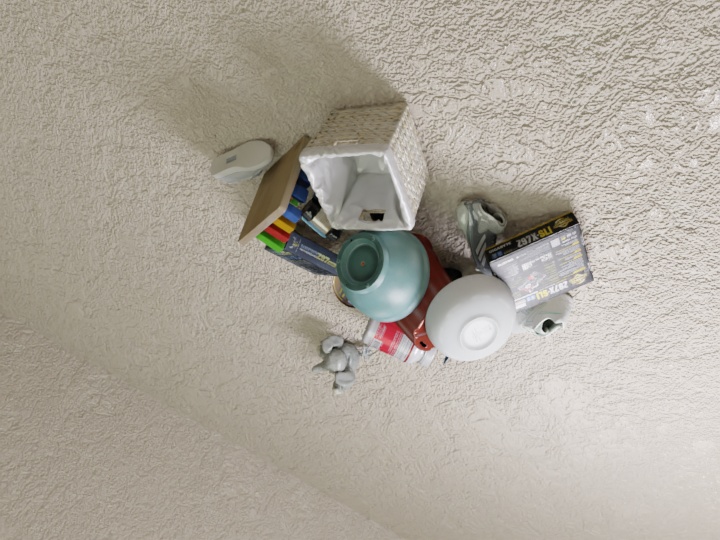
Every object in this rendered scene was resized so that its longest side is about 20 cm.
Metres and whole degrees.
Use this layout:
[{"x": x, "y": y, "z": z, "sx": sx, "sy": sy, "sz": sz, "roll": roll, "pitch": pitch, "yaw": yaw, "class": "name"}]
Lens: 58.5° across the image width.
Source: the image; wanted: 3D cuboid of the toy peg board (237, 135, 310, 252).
[{"x": -0.161, "y": -0.154, "z": 1.425, "sx": 0.097, "sy": 0.205, "sz": 0.197, "roll": 30, "pitch": 145, "yaw": -24, "class": "toy peg board"}]

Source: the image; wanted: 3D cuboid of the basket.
[{"x": 0.015, "y": -0.206, "z": 1.280, "sx": 0.193, "sy": 0.164, "sz": 0.202, "roll": 2, "pitch": 140, "yaw": 28, "class": "basket"}]

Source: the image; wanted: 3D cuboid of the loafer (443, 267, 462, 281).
[{"x": 0.206, "y": 0.066, "z": 1.601, "sx": 0.069, "sy": 0.069, "sz": 0.204, "roll": 21, "pitch": 140, "yaw": 17, "class": "loafer"}]

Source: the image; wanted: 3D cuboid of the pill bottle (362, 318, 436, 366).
[{"x": 0.110, "y": 0.184, "z": 1.763, "sx": 0.195, "sy": 0.114, "sz": 0.113, "roll": 25, "pitch": 145, "yaw": -1, "class": "pill bottle"}]

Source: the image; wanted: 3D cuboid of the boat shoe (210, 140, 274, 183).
[{"x": -0.263, "y": -0.241, "z": 1.489, "sx": 0.196, "sy": 0.074, "sz": 0.068, "roll": -15, "pitch": 152, "yaw": 34, "class": "boat shoe"}]

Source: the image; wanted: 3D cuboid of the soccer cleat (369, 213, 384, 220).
[{"x": 0.063, "y": -0.117, "z": 1.463, "sx": 0.067, "sy": 0.072, "sz": 0.205, "roll": 28, "pitch": 133, "yaw": 35, "class": "soccer cleat"}]

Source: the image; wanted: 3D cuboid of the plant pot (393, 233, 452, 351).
[{"x": 0.132, "y": 0.059, "z": 1.445, "sx": 0.196, "sy": 0.197, "sz": 0.204, "roll": 53, "pitch": 164, "yaw": 38, "class": "plant pot"}]

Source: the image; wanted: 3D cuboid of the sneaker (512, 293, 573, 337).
[{"x": 0.416, "y": 0.119, "z": 1.529, "sx": 0.070, "sy": 0.082, "sz": 0.199, "roll": 33, "pitch": 145, "yaw": -17, "class": "sneaker"}]

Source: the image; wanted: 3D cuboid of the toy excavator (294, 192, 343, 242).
[{"x": -0.094, "y": -0.137, "z": 1.499, "sx": 0.099, "sy": 0.201, "sz": 0.196, "roll": 37, "pitch": 102, "yaw": -18, "class": "toy excavator"}]

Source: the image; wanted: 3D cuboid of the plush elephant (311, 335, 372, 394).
[{"x": -0.075, "y": 0.279, "z": 1.944, "sx": 0.197, "sy": 0.169, "sz": 0.153, "roll": -29, "pitch": 162, "yaw": 32, "class": "plush elephant"}]

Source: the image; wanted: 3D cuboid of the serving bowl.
[{"x": 0.235, "y": 0.111, "z": 1.321, "sx": 0.193, "sy": 0.066, "sz": 0.205, "roll": -6, "pitch": 123, "yaw": -9, "class": "serving bowl"}]

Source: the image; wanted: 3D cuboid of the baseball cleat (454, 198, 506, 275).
[{"x": 0.275, "y": -0.066, "z": 1.382, "sx": 0.104, "sy": 0.071, "sz": 0.201, "roll": -7, "pitch": 134, "yaw": 36, "class": "baseball cleat"}]

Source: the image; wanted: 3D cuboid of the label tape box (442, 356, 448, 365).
[{"x": 0.268, "y": 0.123, "z": 1.495, "sx": 0.065, "sy": 0.203, "sz": 0.144, "roll": 24, "pitch": 147, "yaw": 2, "class": "label tape box"}]

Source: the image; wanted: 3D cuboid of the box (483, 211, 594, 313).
[{"x": 0.371, "y": -0.010, "z": 1.332, "sx": 0.195, "sy": 0.050, "sz": 0.161, "roll": -24, "pitch": 127, "yaw": 10, "class": "box"}]

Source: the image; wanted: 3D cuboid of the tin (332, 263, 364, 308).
[{"x": 0.000, "y": 0.000, "z": 1.592, "sx": 0.110, "sy": 0.042, "sz": 0.203, "roll": 33, "pitch": 121, "yaw": 8, "class": "tin"}]

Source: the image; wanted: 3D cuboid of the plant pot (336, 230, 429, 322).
[{"x": 0.030, "y": -0.003, "z": 1.341, "sx": 0.195, "sy": 0.207, "sz": 0.133, "roll": -2, "pitch": 168, "yaw": 32, "class": "plant pot"}]

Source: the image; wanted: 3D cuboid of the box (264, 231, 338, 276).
[{"x": -0.141, "y": -0.041, "z": 1.596, "sx": 0.155, "sy": 0.052, "sz": 0.199, "roll": 26, "pitch": 171, "yaw": -21, "class": "box"}]
